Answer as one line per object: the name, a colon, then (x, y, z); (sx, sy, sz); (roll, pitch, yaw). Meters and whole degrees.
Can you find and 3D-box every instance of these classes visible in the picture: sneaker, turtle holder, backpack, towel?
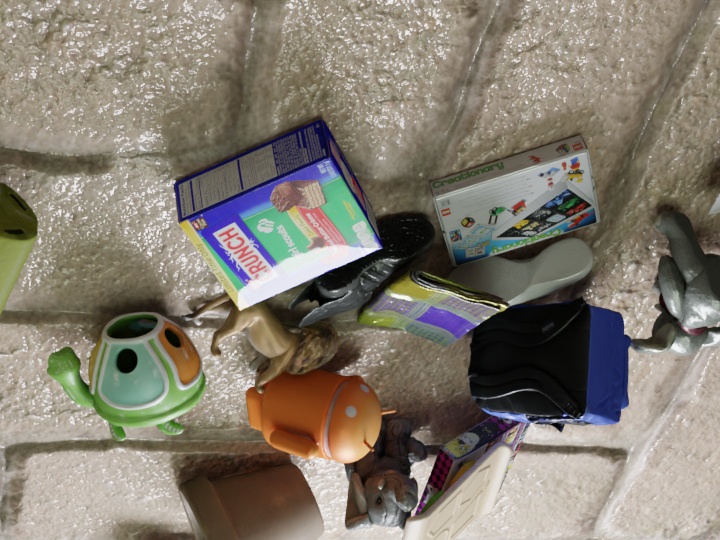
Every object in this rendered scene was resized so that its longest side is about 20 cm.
sneaker: (0.212, 0.018, 1.691); (0.197, 0.076, 0.089); (-13, 160, 7)
turtle holder: (-0.292, 0.123, 1.640); (0.184, 0.141, 0.133); (11, 127, 32)
backpack: (0.252, 0.134, 1.710); (0.198, 0.165, 0.167); (-4, 162, 39)
sneaker: (0.002, 0.003, 1.626); (0.198, 0.060, 0.104); (-28, 162, -13)
towel: (0.090, 0.052, 1.652); (0.142, 0.023, 0.200); (17, 156, -17)

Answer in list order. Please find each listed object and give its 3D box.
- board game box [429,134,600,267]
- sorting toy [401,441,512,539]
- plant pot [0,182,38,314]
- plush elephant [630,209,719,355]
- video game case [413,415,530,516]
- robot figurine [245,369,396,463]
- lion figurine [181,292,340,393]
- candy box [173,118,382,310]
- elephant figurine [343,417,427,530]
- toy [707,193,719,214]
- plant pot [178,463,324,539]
board game box: (0.195, -0.085, 1.603); (0.198, 0.035, 0.127); (-17, 134, 4)
sorting toy: (0.126, 0.344, 1.824); (0.199, 0.036, 0.186); (-33, 149, -32)
plant pot: (-0.461, -0.009, 1.434); (0.199, 0.201, 0.185); (26, 112, -32)
plush elephant: (0.442, 0.044, 1.709); (0.163, 0.202, 0.155); (6, 151, -28)
video game case: (0.166, 0.300, 1.909); (0.180, 0.036, 0.201); (-24, 145, -36)
robot figurine: (-0.056, 0.192, 1.728); (0.198, 0.118, 0.144); (12, 177, 22)
lion figurine: (-0.125, 0.079, 1.664); (0.122, 0.073, 0.200); (-40, 125, 15)
candy box: (-0.098, -0.064, 1.526); (0.198, 0.078, 0.170); (-22, 135, 10)
elephant figurine: (0.032, 0.320, 1.834); (0.140, 0.201, 0.156); (-23, 128, 12)
toy: (0.506, -0.158, 1.590); (0.114, 0.048, 0.201); (-11, 147, -19)
plant pot: (-0.150, 0.371, 1.874); (0.173, 0.201, 0.202); (-23, 137, -14)
